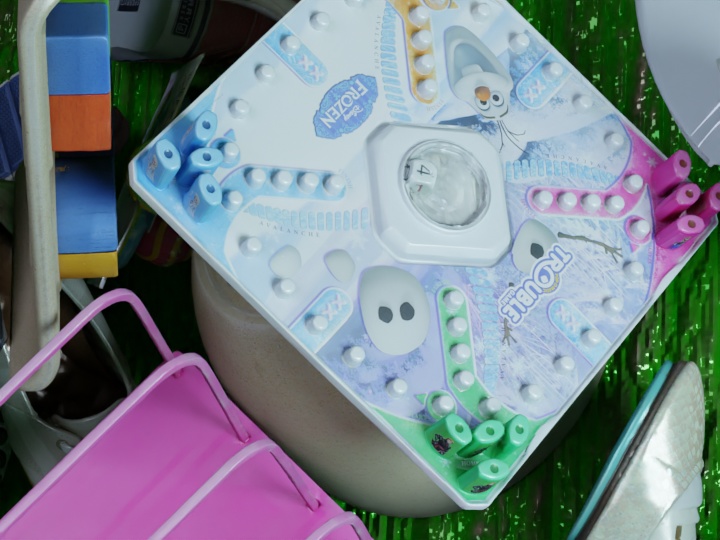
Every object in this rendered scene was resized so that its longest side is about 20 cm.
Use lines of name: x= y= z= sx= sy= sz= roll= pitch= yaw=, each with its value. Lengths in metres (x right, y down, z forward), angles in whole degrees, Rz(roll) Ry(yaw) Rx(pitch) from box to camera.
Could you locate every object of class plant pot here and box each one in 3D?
plant pot: x=0.000 y=0.000 z=1.041 sx=0.199 sy=0.134 sz=0.202 roll=-12 pitch=68 yaw=30

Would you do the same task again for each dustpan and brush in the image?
dustpan and brush: x=0.161 y=-0.154 z=1.047 sx=0.140 sy=0.057 sz=0.200 roll=-46 pitch=61 yaw=17

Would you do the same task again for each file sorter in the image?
file sorter: x=-0.071 y=0.126 z=0.952 sx=0.139 sy=0.126 sz=0.200 roll=-44 pitch=68 yaw=-10

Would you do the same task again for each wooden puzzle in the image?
wooden puzzle: x=-0.126 y=-0.078 z=0.994 sx=0.186 sy=0.046 sz=0.201 roll=-101 pitch=15 yaw=-53

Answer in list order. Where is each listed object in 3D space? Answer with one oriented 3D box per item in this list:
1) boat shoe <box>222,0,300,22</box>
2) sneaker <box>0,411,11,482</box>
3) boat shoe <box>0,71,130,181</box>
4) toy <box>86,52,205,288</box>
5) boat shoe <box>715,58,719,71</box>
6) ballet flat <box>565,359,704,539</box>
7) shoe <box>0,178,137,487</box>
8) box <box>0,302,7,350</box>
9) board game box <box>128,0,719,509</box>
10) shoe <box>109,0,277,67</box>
boat shoe: x=-0.022 y=-0.154 z=1.071 sx=0.072 sy=0.199 sz=0.076 roll=-61 pitch=34 yaw=24
sneaker: x=-0.207 y=0.058 z=1.210 sx=0.200 sy=0.078 sz=0.090 roll=-48 pitch=24 yaw=19
boat shoe: x=-0.204 y=-0.032 z=1.227 sx=0.199 sy=0.072 sz=0.073 roll=-29 pitch=60 yaw=28
toy: x=-0.093 y=-0.039 z=1.124 sx=0.047 sy=0.200 sz=0.116 roll=24 pitch=87 yaw=-5
boat shoe: x=0.218 y=-0.020 z=0.932 sx=0.060 sy=0.074 sz=0.201 roll=-37 pitch=66 yaw=11
ballet flat: x=0.108 y=0.135 z=0.977 sx=0.062 sy=0.067 sz=0.201 roll=30 pitch=95 yaw=9
shoe: x=-0.147 y=0.052 z=1.112 sx=0.070 sy=0.053 sz=0.201 roll=-25 pitch=96 yaw=-4
box: x=-0.252 y=0.020 z=1.077 sx=0.200 sy=0.106 sz=0.149 roll=-52 pitch=40 yaw=44
board game box: x=0.036 y=-0.035 z=0.966 sx=0.200 sy=0.200 sz=0.026 roll=-46 pitch=0 yaw=-32
shoe: x=-0.084 y=-0.133 z=1.190 sx=0.200 sy=0.090 sz=0.072 roll=24 pitch=101 yaw=66
